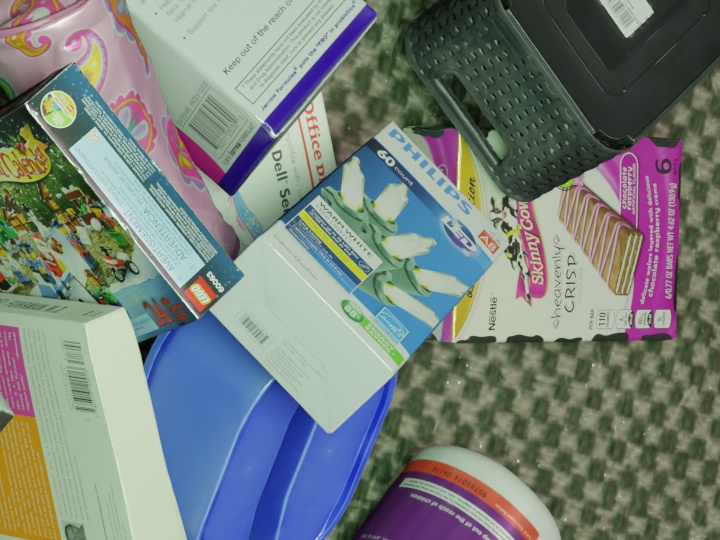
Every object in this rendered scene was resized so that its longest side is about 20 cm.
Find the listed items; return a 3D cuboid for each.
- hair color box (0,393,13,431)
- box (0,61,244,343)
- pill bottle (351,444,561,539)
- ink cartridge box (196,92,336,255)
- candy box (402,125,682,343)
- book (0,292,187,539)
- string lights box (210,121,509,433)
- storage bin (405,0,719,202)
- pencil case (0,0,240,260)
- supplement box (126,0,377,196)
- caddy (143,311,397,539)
[{"bbox_3d":[-0.263,0.016,1.380,0.061,0.200,0.101,-49,140,12],"label":"hair color box"},{"bbox_3d":[-0.157,-0.020,1.429,0.137,0.200,0.038,51,60,-10],"label":"box"},{"bbox_3d":[0.029,0.211,1.698,0.200,0.112,0.113,-51,122,-24],"label":"pill bottle"},{"bbox_3d":[-0.078,-0.053,1.618,0.200,0.067,0.117,-22,107,-36],"label":"ink cartridge box"},{"bbox_3d":[0.118,-0.022,1.784,0.200,0.061,0.137,0,93,-38],"label":"candy box"},{"bbox_3d":[-0.176,0.079,1.463,0.048,0.200,0.134,-22,107,-35],"label":"book"},{"bbox_3d":[0.000,0.000,1.526,0.103,0.059,0.200,46,30,-1],"label":"string lights box"},{"bbox_3d":[0.139,-0.152,1.728,0.135,0.094,0.200,54,47,-7],"label":"storage bin"},{"bbox_3d":[-0.135,-0.069,1.462,0.087,0.087,0.200,-44,129,-28],"label":"pencil case"},{"bbox_3d":[-0.106,-0.154,1.515,0.200,0.101,0.103,40,65,-2],"label":"supplement box"},{"bbox_3d":[-0.069,0.084,1.591,0.141,0.105,0.200,-8,128,-48],"label":"caddy"}]
